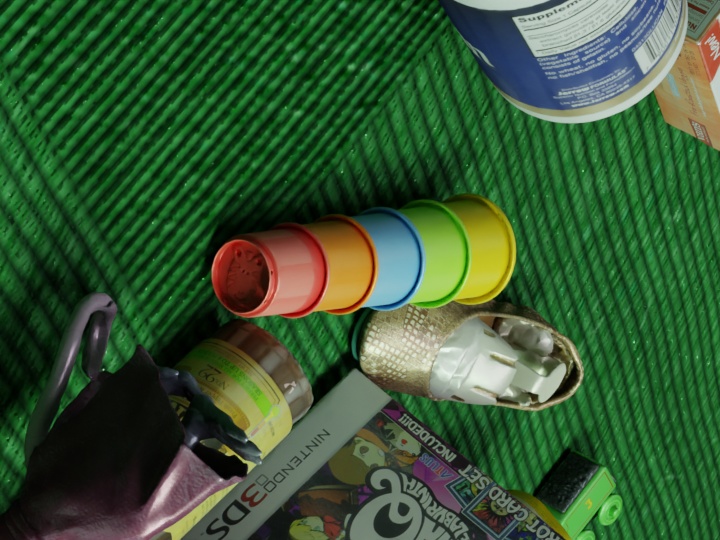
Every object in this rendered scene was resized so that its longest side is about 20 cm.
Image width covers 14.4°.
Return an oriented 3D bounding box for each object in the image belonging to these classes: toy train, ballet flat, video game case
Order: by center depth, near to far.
[{"bbox_3d":[0.011,0.171,1.466,0.181,0.200,0.036,-42,163,-28],"label":"video game case"},{"bbox_3d":[0.069,0.046,1.583,0.200,0.065,0.071,2,114,-59],"label":"ballet flat"},{"bbox_3d":[0.097,0.199,1.808,0.200,0.042,0.056,-51,141,-17],"label":"toy train"}]

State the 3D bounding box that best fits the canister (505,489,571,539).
[{"bbox_3d":[0.023,0.201,1.610,0.149,0.087,0.200,-50,161,27],"label":"canister"}]

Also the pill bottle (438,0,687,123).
[{"bbox_3d":[0.083,-0.159,1.360,0.111,0.111,0.200,-55,152,-9],"label":"pill bottle"}]

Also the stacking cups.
[{"bbox_3d":[0.000,0.000,1.435,0.200,0.060,0.061,-11,126,-53],"label":"stacking cups"}]

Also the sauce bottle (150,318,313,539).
[{"bbox_3d":[-0.106,0.106,1.353,0.200,0.065,0.065,-45,149,-28],"label":"sauce bottle"}]

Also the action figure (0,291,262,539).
[{"bbox_3d":[-0.141,0.120,1.237,0.200,0.149,0.134,-42,168,-4],"label":"action figure"}]

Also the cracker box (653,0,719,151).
[{"bbox_3d":[0.241,-0.182,1.655,0.200,0.058,0.134,-53,151,-12],"label":"cracker box"}]
